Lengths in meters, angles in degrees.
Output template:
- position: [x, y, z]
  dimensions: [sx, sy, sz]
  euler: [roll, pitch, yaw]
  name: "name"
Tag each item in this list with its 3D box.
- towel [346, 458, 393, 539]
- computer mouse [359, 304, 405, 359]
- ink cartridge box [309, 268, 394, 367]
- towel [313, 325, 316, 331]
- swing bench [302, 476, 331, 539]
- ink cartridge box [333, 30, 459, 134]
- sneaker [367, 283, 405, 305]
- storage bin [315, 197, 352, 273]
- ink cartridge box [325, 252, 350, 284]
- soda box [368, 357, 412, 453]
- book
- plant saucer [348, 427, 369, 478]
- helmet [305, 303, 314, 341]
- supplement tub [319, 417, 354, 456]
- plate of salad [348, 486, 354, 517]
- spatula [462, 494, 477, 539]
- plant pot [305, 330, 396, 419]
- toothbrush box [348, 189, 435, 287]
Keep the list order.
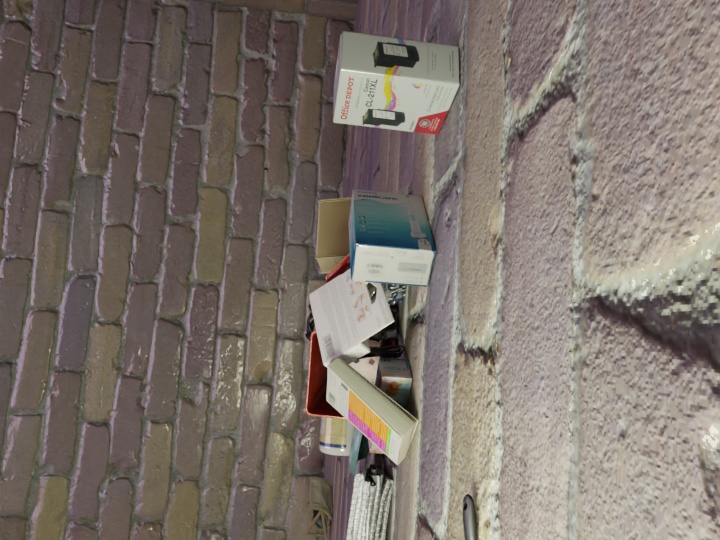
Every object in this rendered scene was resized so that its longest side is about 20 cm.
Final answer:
- position: [0.019, 0.541, 1.228]
  dimensions: [0.166, 0.085, 0.202]
  euler: [85, -167, -81]
  name: "towel"
- position: [0.022, 0.138, 1.233]
  dimensions: [0.201, 0.139, 0.046]
  euler: [-95, 3, -56]
  name: "computer mouse"
- position: [-0.016, 0.087, 1.159]
  dimensions: [0.045, 0.175, 0.201]
  euler: [43, -159, -42]
  name: "ink cartridge box"
- position: [-0.027, 0.139, 1.433]
  dimensions: [0.200, 0.189, 0.033]
  euler: [118, 144, -75]
  name: "towel"
- position: [-0.203, 1.149, 2.651]
  dimensions: [0.199, 0.128, 0.202]
  euler: [-99, 20, -67]
  name: "swing bench"
- position: [0.055, -0.319, 0.948]
  dimensions: [0.146, 0.198, 0.084]
  euler: [110, 163, -68]
  name: "ink cartridge box"
- position: [0.071, 0.029, 1.195]
  dimensions: [0.085, 0.077, 0.201]
  euler: [48, 127, 34]
  name: "sneaker"
- position: [-0.027, -0.107, 1.598]
  dimensions: [0.094, 0.196, 0.202]
  euler: [71, -162, -61]
  name: "storage bin"
- position: [0.000, 0.000, 1.331]
  dimensions: [0.200, 0.045, 0.177]
  euler: [-46, -17, -19]
  name: "ink cartridge box"
- position: [0.058, 0.283, 1.134]
  dimensions: [0.069, 0.063, 0.202]
  euler: [-98, 15, -63]
  name: "soda box"
- position: [0.012, 0.276, 1.066]
  dimensions: [0.048, 0.199, 0.134]
  euler: [-35, -31, -33]
  name: "book"
- position: [0.005, 0.427, 1.398]
  dimensions: [0.200, 0.027, 0.202]
  euler: [11, -90, -79]
  name: "plant saucer"
- position: [-0.119, 0.210, 2.227]
  dimensions: [0.199, 0.189, 0.202]
  euler: [6, 98, 49]
  name: "helmet"
- position: [-0.044, 0.428, 1.598]
  dimensions: [0.144, 0.143, 0.202]
  euler: [125, 149, -78]
  name: "supplement tub"
- position: [-0.008, 0.689, 1.527]
  dimensions: [0.200, 0.048, 0.202]
  euler: [-176, 90, -84]
  name: "plate of salad"
- position: [0.126, 0.370, 0.640]
  dimensions: [0.056, 0.020, 0.202]
  euler: [145, 133, -66]
  name: "spatula"
- position: [-0.016, 0.240, 1.347]
  dimensions: [0.176, 0.198, 0.202]
  euler: [-38, -47, -84]
  name: "plant pot"
- position: [0.053, -0.067, 1.045]
  dimensions: [0.201, 0.145, 0.086]
  euler: [-95, 12, -52]
  name: "toothbrush box"
